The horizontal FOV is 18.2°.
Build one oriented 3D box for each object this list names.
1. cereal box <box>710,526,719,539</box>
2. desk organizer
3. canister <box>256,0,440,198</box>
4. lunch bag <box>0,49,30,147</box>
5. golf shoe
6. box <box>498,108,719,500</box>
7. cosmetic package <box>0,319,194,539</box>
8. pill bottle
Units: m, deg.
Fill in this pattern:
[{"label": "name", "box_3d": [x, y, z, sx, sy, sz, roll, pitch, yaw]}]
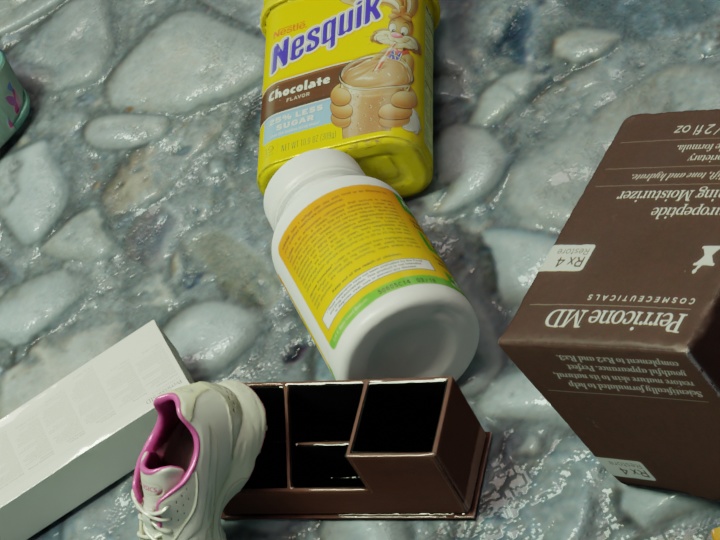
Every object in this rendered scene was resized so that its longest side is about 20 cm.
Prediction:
[{"label": "cereal box", "box_3d": [0.330, 0.192, 1.380, 0.199, 0.040, 0.144, -21, 47, 10]}, {"label": "desk organizer", "box_3d": [-0.017, 0.126, 1.586, 0.199, 0.077, 0.072, -3, 52, 25]}, {"label": "canister", "box_3d": [-0.010, -0.148, 1.807, 0.148, 0.087, 0.200, -13, 50, 17]}, {"label": "lunch bag", "box_3d": [-0.399, -0.130, 1.995, 0.160, 0.077, 0.200, 25, 67, 41]}, {"label": "golf shoe", "box_3d": [-0.132, 0.170, 1.560, 0.075, 0.091, 0.201, 14, 91, 37]}, {"label": "box", "box_3d": [0.231, 0.022, 1.462, 0.166, 0.164, 0.200, 1, 51, 48]}, {"label": "cosmetic package", "box_3d": [-0.216, 0.129, 1.703, 0.200, 0.051, 0.083, -33, 44, -1]}, {"label": "pill bottle", "box_3d": [0.000, 0.000, 1.658, 0.111, 0.111, 0.200, -31, 46, 0]}]
